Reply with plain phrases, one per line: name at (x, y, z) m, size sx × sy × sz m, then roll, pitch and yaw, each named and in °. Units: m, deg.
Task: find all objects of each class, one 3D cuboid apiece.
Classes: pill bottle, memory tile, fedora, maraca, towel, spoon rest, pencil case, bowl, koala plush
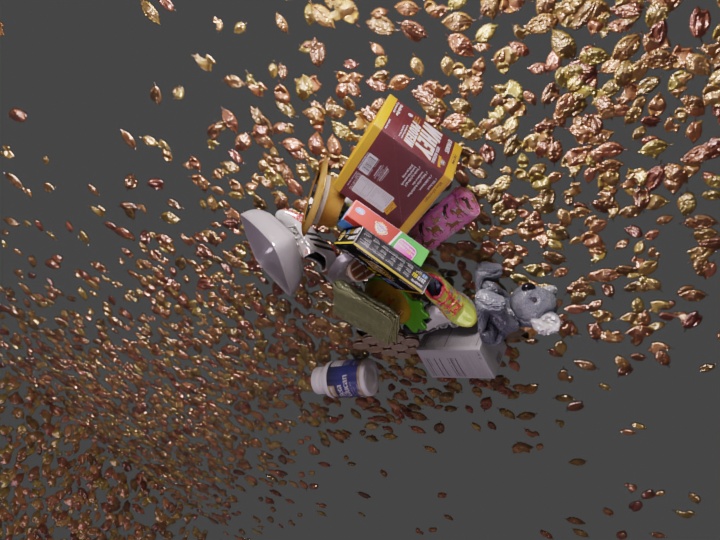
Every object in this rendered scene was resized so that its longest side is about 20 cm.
pill bottle at (-0.050, 0.332, 1.931) m, size 0.196 × 0.112 × 0.112 m, roll -10°, pitch 125°, yaw 29°
memory tile at (0.089, 0.205, 1.767) m, size 0.197 × 0.017 × 0.153 m, roll 16°, pitch 148°, yaw -29°
fedora at (-0.078, -0.161, 1.466) m, size 0.080 × 0.203 × 0.202 m, roll 18°, pitch 136°, yaw -11°
maraca at (0.093, 0.089, 1.652) m, size 0.197 × 0.107 × 0.139 m, roll 29°, pitch 141°, yaw 21°
towel at (0.014, 0.108, 1.620) m, size 0.197 × 0.037 × 0.150 m, roll 27°, pitch 147°, yaw 15°
spoon rest at (0.000, 0.000, 1.627) m, size 0.196 × 0.101 × 0.061 m, roll 3°, pitch 155°, yaw 29°
pencil case at (0.187, -0.114, 1.468) m, size 0.199 × 0.086 × 0.084 m, roll -37°, pitch 79°, yaw 40°
bowl at (-0.221, -0.059, 1.641) m, size 0.199 × 0.074 × 0.202 m, roll 40°, pitch 155°, yaw 38°
koala plush at (0.376, 0.088, 1.504) m, size 0.195 × 0.179 × 0.187 m, roll -4°, pitch 122°, yaw 12°

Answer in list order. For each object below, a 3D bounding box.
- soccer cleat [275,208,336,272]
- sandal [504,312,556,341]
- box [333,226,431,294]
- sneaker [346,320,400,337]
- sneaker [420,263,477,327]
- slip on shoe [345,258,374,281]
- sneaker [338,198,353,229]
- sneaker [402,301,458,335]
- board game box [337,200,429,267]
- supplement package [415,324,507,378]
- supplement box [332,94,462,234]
soccer cleat at (-0.144, -0.079, 1.633) m, size 0.199 × 0.086 × 0.068 m, roll 42°, pitch 132°, yaw -16°
sandal at (0.416, 0.145, 1.613) m, size 0.080 × 0.054 × 0.199 m, roll 43°, pitch 132°, yaw -16°
box at (0.047, -0.023, 1.432) m, size 0.198 × 0.050 × 0.159 m, roll 35°, pitch 173°, yaw -16°
sneaker at (0.011, 0.155, 1.784) m, size 0.196 × 0.067 × 0.091 m, roll 22°, pitch 132°, yaw 0°
sneaker at (0.211, 0.071, 1.571) m, size 0.199 × 0.090 × 0.078 m, roll 42°, pitch 101°, yaw 5°
slip on shoe at (0.050, -0.032, 1.550) m, size 0.077 × 0.198 × 0.060 m, roll 62°, pitch 164°, yaw -9°
sneaker at (0.003, -0.088, 1.570) m, size 0.074 × 0.077 × 0.201 m, roll -23°, pitch 120°, yaw 34°
sneaker at (0.192, 0.111, 1.675) m, size 0.197 × 0.074 × 0.090 m, roll -18°, pitch 109°, yaw 28°
board game box at (0.048, -0.076, 1.435) m, size 0.198 × 0.041 × 0.153 m, roll 34°, pitch 172°, yaw -7°
supplement package at (0.266, 0.207, 1.670) m, size 0.197 × 0.115 × 0.111 m, roll -7°, pitch 127°, yaw 41°
supplement box at (0.081, -0.225, 1.378) m, size 0.198 × 0.134 × 0.198 m, roll 33°, pitch 133°, yaw -8°
